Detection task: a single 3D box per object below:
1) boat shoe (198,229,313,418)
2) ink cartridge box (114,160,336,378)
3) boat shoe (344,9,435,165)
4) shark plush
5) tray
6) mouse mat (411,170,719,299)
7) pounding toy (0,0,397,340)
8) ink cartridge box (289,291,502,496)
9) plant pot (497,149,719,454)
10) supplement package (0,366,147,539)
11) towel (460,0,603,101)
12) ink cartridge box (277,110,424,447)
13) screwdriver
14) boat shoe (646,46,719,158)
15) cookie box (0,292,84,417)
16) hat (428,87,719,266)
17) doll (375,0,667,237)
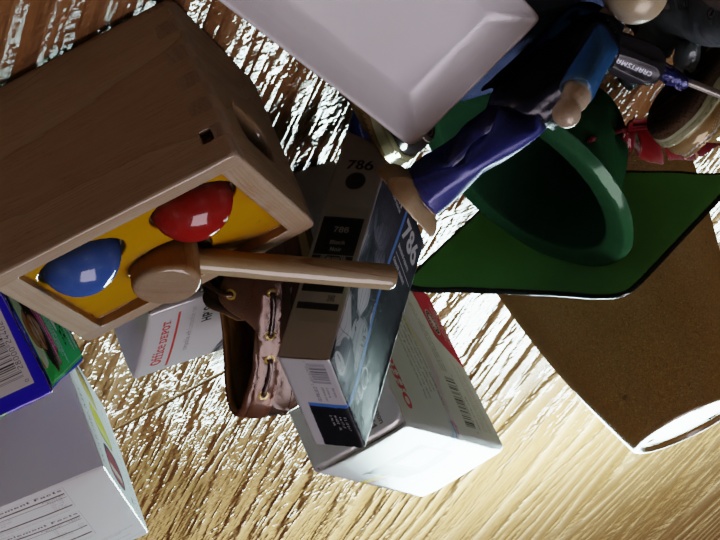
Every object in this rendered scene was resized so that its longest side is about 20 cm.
[{"bbox_3d":[-0.066,0.006,1.599,0.067,0.072,0.201,-20,120,-19],"label":"boat shoe"},{"bbox_3d":[-0.103,0.006,1.697,0.199,0.068,0.116,-18,160,-17],"label":"ink cartridge box"},{"bbox_3d":[0.022,-0.118,1.508,0.064,0.074,0.200,-21,162,7],"label":"boat shoe"},{"bbox_3d":[0.195,-0.155,1.609,0.090,0.084,0.200,9,163,-27],"label":"shark plush"},{"bbox_3d":[0.008,-0.149,1.390,0.107,0.022,0.200,-45,139,9],"label":"tray"},{"bbox_3d":[0.144,-0.027,1.757,0.199,0.008,0.161,3,-145,42],"label":"mouse mat"},{"bbox_3d":[-0.107,-0.036,1.462,0.183,0.143,0.200,-26,161,8],"label":"pounding toy"},{"bbox_3d":[0.012,0.081,1.916,0.085,0.148,0.200,-31,159,17],"label":"ink cartridge box"},{"bbox_3d":[0.203,0.028,1.922,0.185,0.201,0.187,-23,164,-7],"label":"plant pot"},{"bbox_3d":[-0.232,0.135,1.814,0.109,0.114,0.200,-22,162,-3],"label":"supplement package"},{"bbox_3d":[0.114,-0.177,1.502,0.111,0.049,0.200,-16,159,-24],"label":"towel"},{"bbox_3d":[0.000,0.000,1.592,0.039,0.201,0.100,2,146,19],"label":"ink cartridge box"},{"bbox_3d":[0.211,-0.107,1.569,0.199,0.029,0.028,23,175,-28],"label":"screwdriver"},{"bbox_3d":[0.245,-0.111,1.669,0.071,0.076,0.200,-32,-171,33],"label":"boat shoe"},{"bbox_3d":[-0.265,0.067,1.552,0.170,0.076,0.200,-25,-176,1],"label":"cookie box"},{"bbox_3d":[0.156,-0.116,1.688,0.176,0.165,0.200,-52,150,-20],"label":"hat"},{"bbox_3d":[0.100,-0.103,1.467,0.200,0.048,0.137,-42,-165,4],"label":"doll"}]
